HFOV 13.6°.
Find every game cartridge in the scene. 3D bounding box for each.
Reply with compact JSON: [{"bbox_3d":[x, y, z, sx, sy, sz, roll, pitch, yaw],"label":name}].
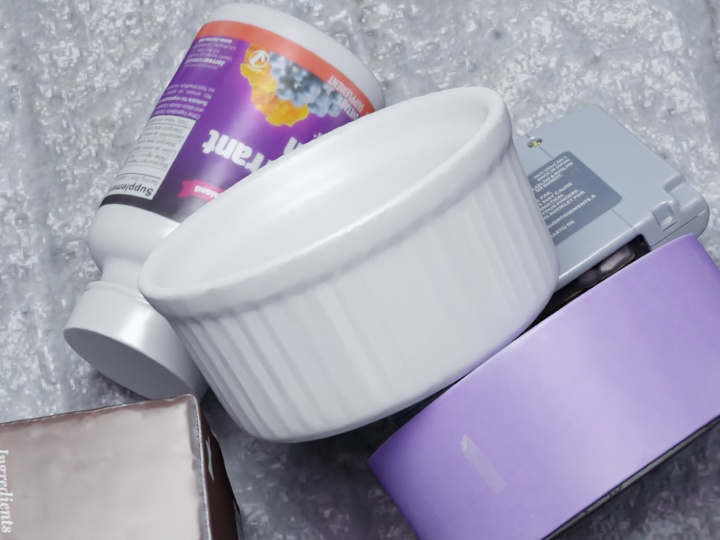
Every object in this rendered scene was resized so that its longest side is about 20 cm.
[{"bbox_3d":[0.072,-0.006,1.588,0.200,0.042,0.133,-34,32,-7],"label":"game cartridge"}]

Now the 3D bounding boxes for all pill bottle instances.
[{"bbox_3d":[-0.077,-0.032,1.607,0.111,0.111,0.200,23,72,15],"label":"pill bottle"}]

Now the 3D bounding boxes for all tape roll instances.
[{"bbox_3d":[0.107,0.073,1.487,0.200,0.200,0.085,-33,82,-8],"label":"tape roll"}]

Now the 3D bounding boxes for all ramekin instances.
[{"bbox_3d":[0.000,0.000,1.473,0.200,0.200,0.098,-29,104,-6],"label":"ramekin"}]

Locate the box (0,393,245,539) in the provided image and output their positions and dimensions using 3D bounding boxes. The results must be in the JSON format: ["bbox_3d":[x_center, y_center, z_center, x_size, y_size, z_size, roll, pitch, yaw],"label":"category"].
[{"bbox_3d":[-0.158,0.177,1.497,0.199,0.166,0.165,-9,65,3],"label":"box"}]
